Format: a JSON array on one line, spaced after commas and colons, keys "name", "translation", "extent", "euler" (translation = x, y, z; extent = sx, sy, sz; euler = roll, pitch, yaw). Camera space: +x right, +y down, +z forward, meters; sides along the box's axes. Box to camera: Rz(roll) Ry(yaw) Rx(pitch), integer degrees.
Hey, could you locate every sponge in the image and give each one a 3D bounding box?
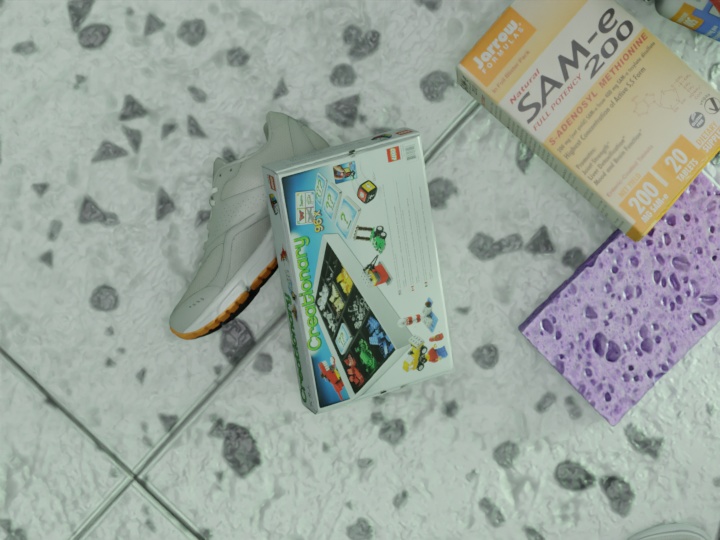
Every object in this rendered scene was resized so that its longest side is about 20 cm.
[{"name": "sponge", "translation": [0.236, 0.018, 1.583], "extent": [0.200, 0.030, 0.112], "euler": [-45, 94, 1]}]

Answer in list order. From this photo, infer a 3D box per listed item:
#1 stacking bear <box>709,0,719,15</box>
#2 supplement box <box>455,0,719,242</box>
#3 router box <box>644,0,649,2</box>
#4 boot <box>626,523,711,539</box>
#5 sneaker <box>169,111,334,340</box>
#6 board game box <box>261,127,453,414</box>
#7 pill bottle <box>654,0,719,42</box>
[{"name": "stacking bear", "translation": [0.345, -0.264, 1.436], "extent": [0.199, 0.114, 0.122], "euler": [-35, 82, -23]}, {"name": "supplement box", "translation": [0.188, -0.136, 1.537], "extent": [0.200, 0.074, 0.126], "euler": [42, 90, 5]}, {"name": "router box", "translation": [0.226, -0.321, 1.503], "extent": [0.200, 0.150, 0.062], "euler": [-49, 131, 1]}, {"name": "boot", "translation": [0.203, 0.272, 1.562], "extent": [0.199, 0.096, 0.074], "euler": [-29, 94, -1]}, {"name": "sneaker", "translation": [-0.098, -0.037, 1.552], "extent": [0.092, 0.076, 0.200], "euler": [39, 83, 4]}, {"name": "board game box", "translation": [0.000, 0.000, 1.527], "extent": [0.125, 0.035, 0.202], "euler": [-16, 109, -20]}, {"name": "pill bottle", "translation": [0.343, -0.216, 1.534], "extent": [0.198, 0.112, 0.113], "euler": [23, 92, -3]}]
